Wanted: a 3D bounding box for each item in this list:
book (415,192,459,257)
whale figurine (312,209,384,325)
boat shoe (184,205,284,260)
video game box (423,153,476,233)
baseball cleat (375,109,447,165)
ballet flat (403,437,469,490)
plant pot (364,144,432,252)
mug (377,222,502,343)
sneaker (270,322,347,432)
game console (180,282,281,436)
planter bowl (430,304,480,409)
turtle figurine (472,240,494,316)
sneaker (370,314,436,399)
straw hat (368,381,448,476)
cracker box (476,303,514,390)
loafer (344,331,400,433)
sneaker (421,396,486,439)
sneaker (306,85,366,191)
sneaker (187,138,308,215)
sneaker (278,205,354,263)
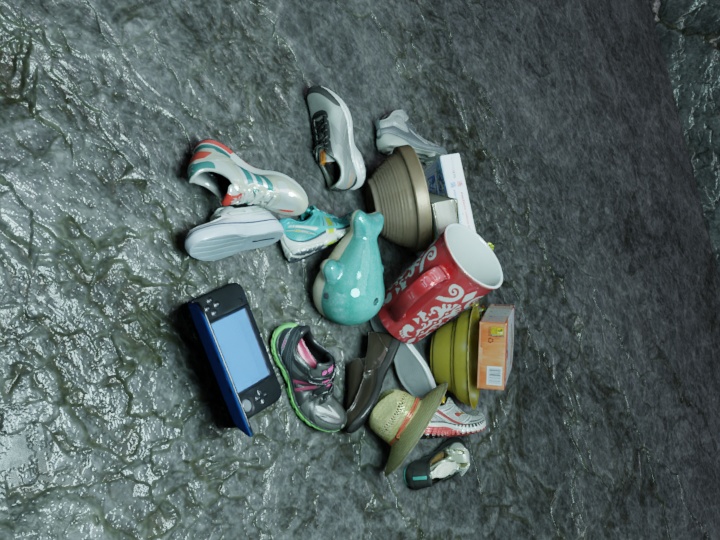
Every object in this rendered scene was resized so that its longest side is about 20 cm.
[{"bbox_3d":[0.136,-0.076,1.598,0.048,0.200,0.134,-11,103,-11],"label":"book"},{"bbox_3d":[0.000,0.000,1.433,0.159,0.104,0.201,4,109,-53],"label":"whale figurine"},{"bbox_3d":[-0.205,-0.064,1.310,0.067,0.074,0.200,56,29,15],"label":"boat shoe"},{"bbox_3d":[0.162,-0.115,1.649,0.047,0.200,0.183,-12,86,-14],"label":"video game box"},{"bbox_3d":[0.108,-0.274,1.726,0.200,0.070,0.107,4,75,-49],"label":"baseball cleat"},{"bbox_3d":[0.163,0.364,1.583,0.200,0.068,0.068,-17,92,-50],"label":"ballet flat"},{"bbox_3d":[0.062,-0.129,1.576,0.092,0.201,0.202,-10,84,-8],"label":"plant pot"},{"bbox_3d":[0.114,0.025,1.453,0.177,0.200,0.134,15,45,-39],"label":"mug"},{"bbox_3d":[-0.074,0.175,1.358,0.077,0.084,0.201,-43,110,-46],"label":"sneaker"},{"bbox_3d":[-0.173,0.123,1.236,0.170,0.118,0.201,-27,99,-49],"label":"game console"},{"bbox_3d":[0.182,0.167,1.633,0.200,0.083,0.201,0,90,-75],"label":"planter bowl"},{"bbox_3d":[0.240,0.027,1.786,0.162,0.064,0.200,-66,145,-34],"label":"turtle figurine"},{"bbox_3d":[0.103,0.145,1.566,0.099,0.071,0.200,-28,88,-50],"label":"sneaker"},{"bbox_3d":[0.061,0.252,1.453,0.085,0.201,0.201,34,47,2],"label":"straw hat"},{"bbox_3d":[0.276,0.150,1.709,0.200,0.057,0.135,-31,122,-74],"label":"cracker box"},{"bbox_3d":[0.004,0.190,1.468,0.071,0.073,0.200,24,57,3],"label":"loafer"},{"bbox_3d":[0.171,0.276,1.615,0.200,0.078,0.083,10,69,-47],"label":"sneaker"},{"bbox_3d":[-0.053,-0.238,1.528,0.079,0.074,0.201,-25,97,-45],"label":"sneaker"},{"bbox_3d":[-0.177,-0.121,1.304,0.199,0.070,0.094,28,41,-16],"label":"sneaker"},{"bbox_3d":[-0.066,-0.078,1.463,0.200,0.077,0.080,-22,84,-51],"label":"sneaker"}]
